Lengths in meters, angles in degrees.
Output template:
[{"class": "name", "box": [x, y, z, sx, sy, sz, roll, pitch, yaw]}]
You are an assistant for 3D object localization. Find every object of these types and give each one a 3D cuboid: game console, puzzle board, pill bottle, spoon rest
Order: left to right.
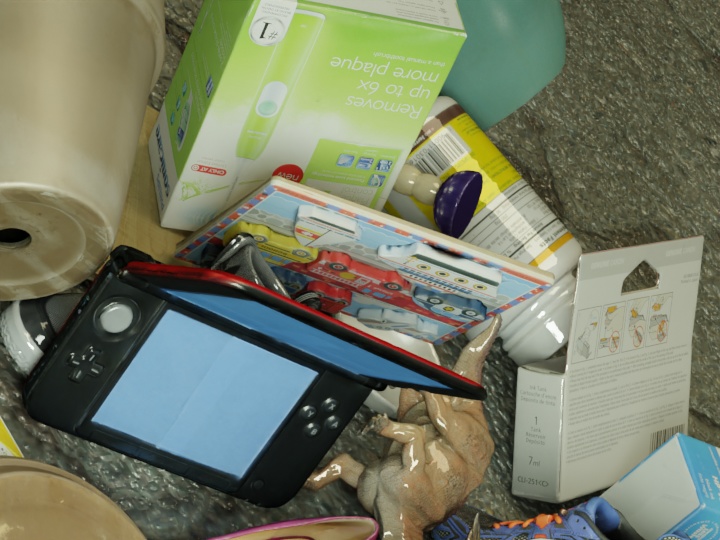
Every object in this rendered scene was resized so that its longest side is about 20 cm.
[{"class": "puzzle board", "box": [-0.173, -0.060, 1.523, 0.150, 0.017, 0.201, 31, 33, -24]}, {"class": "game console", "box": [-0.062, 0.073, 1.324, 0.199, 0.173, 0.119, 25, 20, -33]}, {"class": "spoon rest", "box": [-0.001, 0.017, 1.605, 0.099, 0.061, 0.201, 5, 49, -49]}, {"class": "puzzle board", "box": [0.000, 0.000, 1.475, 0.199, 0.151, 0.018, 18, 67, -23]}, {"class": "pill bottle", "box": [0.088, -0.023, 1.717, 0.200, 0.109, 0.109, 50, 30, 5]}]

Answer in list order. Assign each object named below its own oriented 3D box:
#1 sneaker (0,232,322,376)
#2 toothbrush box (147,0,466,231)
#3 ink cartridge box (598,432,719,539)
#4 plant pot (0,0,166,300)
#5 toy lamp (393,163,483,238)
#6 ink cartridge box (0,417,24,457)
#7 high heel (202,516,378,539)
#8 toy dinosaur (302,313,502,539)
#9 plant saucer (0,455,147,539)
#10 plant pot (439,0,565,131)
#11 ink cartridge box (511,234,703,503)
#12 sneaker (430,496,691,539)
[{"class": "sneaker", "box": [-0.114, 0.025, 1.395, 0.199, 0.114, 0.076, 13, 43, -44]}, {"class": "toothbrush box", "box": [-0.038, -0.116, 1.511, 0.145, 0.201, 0.086, 9, 44, -22]}, {"class": "ink cartridge box", "box": [0.265, 0.199, 1.669, 0.199, 0.116, 0.068, 21, 38, -35]}, {"class": "plant pot", "box": [-0.206, -0.085, 1.348, 0.199, 0.200, 0.175, 21, 48, -37]}, {"class": "toy lamp", "box": [-0.011, -0.085, 1.654, 0.199, 0.059, 0.058, 23, 25, 16]}, {"class": "ink cartridge box", "box": [-0.284, 0.062, 1.205, 0.200, 0.047, 0.198, -4, 58, -57]}, {"class": "high heel", "box": [-0.078, 0.168, 1.286, 0.199, 0.096, 0.068, 11, 45, -46]}, {"class": "toy dinosaur", "box": [0.047, 0.129, 1.462, 0.135, 0.086, 0.200, 41, 63, -14]}, {"class": "plant saucer", "box": [-0.162, 0.186, 1.170, 0.199, 0.029, 0.201, 23, 54, -35]}, {"class": "plant pot", "box": [0.067, -0.194, 1.825, 0.161, 0.200, 0.201, 56, 28, -11]}, {"class": "ink cartridge box", "box": [0.182, 0.066, 1.690, 0.199, 0.044, 0.178, -7, 103, -56]}, {"class": "sneaker", "box": [0.136, 0.179, 1.498, 0.199, 0.079, 0.075, 14, 11, 29]}]
